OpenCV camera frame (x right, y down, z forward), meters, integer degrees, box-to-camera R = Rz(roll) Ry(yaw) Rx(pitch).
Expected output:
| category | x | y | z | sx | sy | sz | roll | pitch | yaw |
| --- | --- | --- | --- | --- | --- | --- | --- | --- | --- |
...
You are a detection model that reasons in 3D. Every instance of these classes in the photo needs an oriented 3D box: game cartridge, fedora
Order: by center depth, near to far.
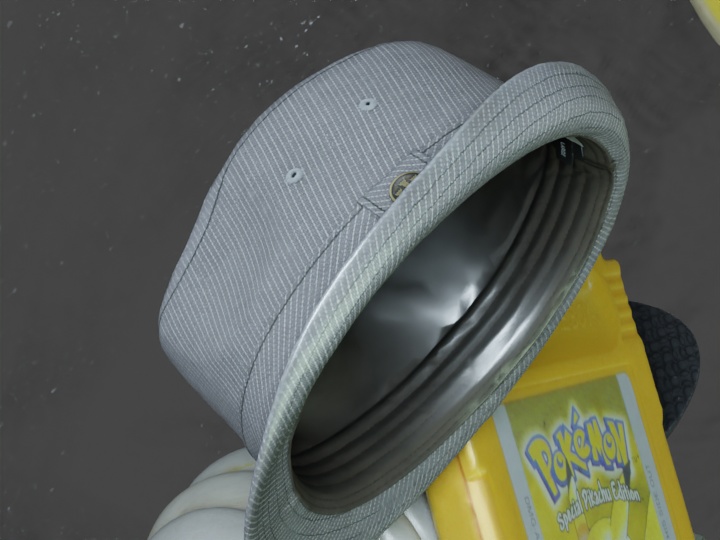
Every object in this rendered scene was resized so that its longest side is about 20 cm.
| category | x | y | z | sx | sy | sz | roll | pitch | yaw |
| --- | --- | --- | --- | --- | --- | --- | --- | --- | --- |
| fedora | 0.000 | 0.000 | 0.746 | 0.200 | 0.090 | 0.177 | -51 | 156 | -7 |
| game cartridge | 0.083 | 0.089 | 0.889 | 0.032 | 0.202 | 0.176 | -16 | 175 | 31 |

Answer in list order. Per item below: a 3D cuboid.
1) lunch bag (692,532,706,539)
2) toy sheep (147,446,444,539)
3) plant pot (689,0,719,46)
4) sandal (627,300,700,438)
| category | x | y | z | sx | sy | sz | roll | pitch | yaw |
| --- | --- | --- | --- | --- | --- | --- | --- | --- | --- |
| lunch bag | 0.058 | 0.195 | 1.050 | 0.199 | 0.117 | 0.165 | -9 | 118 | -50 |
| toy sheep | -0.019 | 0.128 | 0.858 | 0.200 | 0.137 | 0.138 | -32 | 154 | -58 |
| plant pot | 0.213 | -0.145 | 0.769 | 0.188 | 0.201 | 0.202 | -15 | 143 | -22 |
| sandal | 0.080 | 0.089 | 0.989 | 0.200 | 0.075 | 0.045 | -49 | 168 | -27 |
